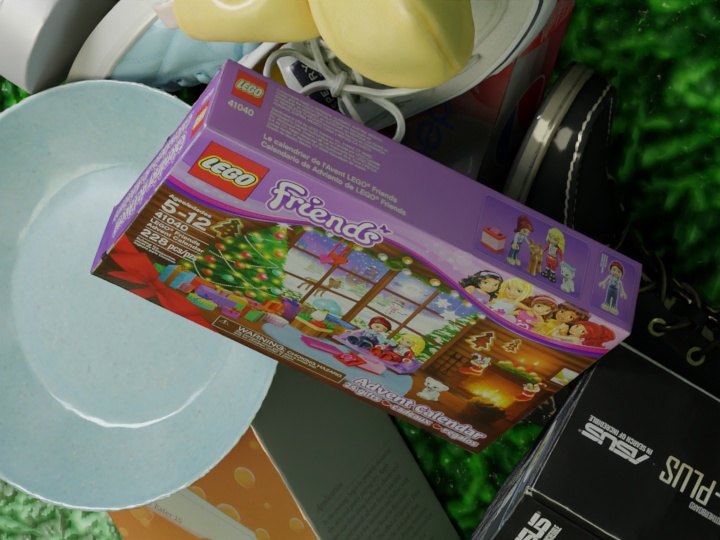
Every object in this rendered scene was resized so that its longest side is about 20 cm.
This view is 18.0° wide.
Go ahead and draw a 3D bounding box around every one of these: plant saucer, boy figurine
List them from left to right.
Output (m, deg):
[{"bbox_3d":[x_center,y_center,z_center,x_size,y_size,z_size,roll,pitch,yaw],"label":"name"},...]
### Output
[{"bbox_3d":[-0.118,0.012,1.079,0.199,0.039,0.203,0,89,23],"label":"plant saucer"},{"bbox_3d":[-0.023,-0.136,0.901,0.200,0.125,0.065,33,168,41],"label":"boy figurine"}]

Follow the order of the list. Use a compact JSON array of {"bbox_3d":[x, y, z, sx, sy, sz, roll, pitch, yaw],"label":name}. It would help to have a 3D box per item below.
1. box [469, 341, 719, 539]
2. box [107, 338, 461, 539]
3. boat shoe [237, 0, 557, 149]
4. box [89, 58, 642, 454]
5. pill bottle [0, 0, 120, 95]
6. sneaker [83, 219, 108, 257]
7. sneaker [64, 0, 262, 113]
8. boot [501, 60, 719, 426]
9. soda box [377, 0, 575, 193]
[{"bbox_3d":[0.136,0.141,1.024,0.163,0.086,0.200,31,152,2],"label":"box"},{"bbox_3d":[-0.048,0.116,1.175,0.124,0.097,0.201,-21,104,38],"label":"box"},{"bbox_3d":[-0.007,-0.086,0.949,0.201,0.086,0.075,-23,102,41],"label":"boat shoe"},{"bbox_3d":[0.000,0.000,0.964,0.199,0.039,0.137,25,145,-14],"label":"box"},{"bbox_3d":[-0.213,-0.173,1.095,0.199,0.111,0.112,34,131,10],"label":"pill bottle"},{"bbox_3d":[-0.094,-0.020,1.129,0.199,0.085,0.077,-23,105,40],"label":"sneaker"},{"bbox_3d":[-0.068,-0.109,1.066,0.082,0.074,0.200,50,132,0],"label":"sneaker"},{"bbox_3d":[0.136,0.011,1.010,0.153,0.074,0.205,22,136,18],"label":"boot"},{"bbox_3d":[0.036,-0.060,1.036,0.070,0.063,0.201,29,129,16],"label":"soda box"}]
